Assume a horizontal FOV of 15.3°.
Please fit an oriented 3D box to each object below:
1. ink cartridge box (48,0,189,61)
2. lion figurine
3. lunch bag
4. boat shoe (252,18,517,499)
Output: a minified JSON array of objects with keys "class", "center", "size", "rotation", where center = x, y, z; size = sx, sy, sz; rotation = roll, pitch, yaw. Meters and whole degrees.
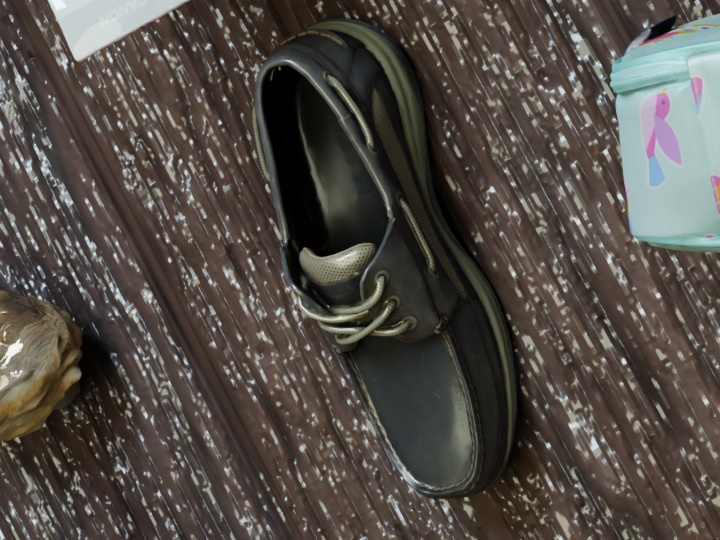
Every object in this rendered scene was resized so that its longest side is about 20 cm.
[{"class":"ink cartridge box","center":[-0.059,-0.201,1.043],"size":[0.199,0.045,0.177],"rotation":[-27,83,7]},{"class":"lion figurine","center":[-0.211,0.004,1.210],"size":[0.122,0.072,0.200],"rotation":[-44,72,23]},{"class":"lunch bag","center":[0.186,-0.064,0.902],"size":[0.199,0.160,0.078],"rotation":[-9,100,27]},{"class":"boat shoe","center":[0.000,0.000,1.075],"size":[0.074,0.073,0.201],"rotation":[-22,87,33]}]
